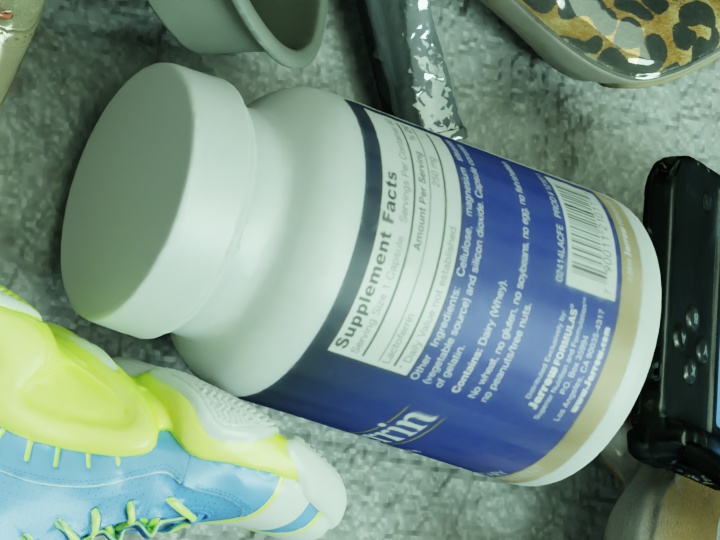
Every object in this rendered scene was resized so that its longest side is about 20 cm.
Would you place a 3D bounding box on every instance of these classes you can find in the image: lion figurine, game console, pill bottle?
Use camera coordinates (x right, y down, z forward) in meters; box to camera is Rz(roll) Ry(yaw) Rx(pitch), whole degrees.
[{"bbox_3d":[0.114,0.108,1.112,0.122,0.072,0.201,36,59,-37],"label":"lion figurine"},{"bbox_3d":[0.197,0.058,1.104,0.200,0.116,0.177,26,65,-55],"label":"game console"},{"bbox_3d":[0.000,0.000,1.030,0.199,0.116,0.116,19,72,-28],"label":"pill bottle"}]

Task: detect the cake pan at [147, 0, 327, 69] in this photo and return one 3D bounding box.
[{"bbox_3d":[-0.060,-0.165,1.000,0.200,0.037,0.201,-13,90,-77],"label":"cake pan"}]

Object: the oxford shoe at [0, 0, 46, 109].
[{"bbox_3d":[-0.136,-0.111,0.984,0.070,0.075,0.201,20,72,-28],"label":"oxford shoe"}]

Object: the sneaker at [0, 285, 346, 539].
[{"bbox_3d":[-0.105,0.073,0.985,0.199,0.076,0.105,27,80,-19],"label":"sneaker"}]

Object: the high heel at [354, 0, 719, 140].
[{"bbox_3d":[0.081,-0.140,1.124,0.199,0.071,0.143,-18,101,-25],"label":"high heel"}]
